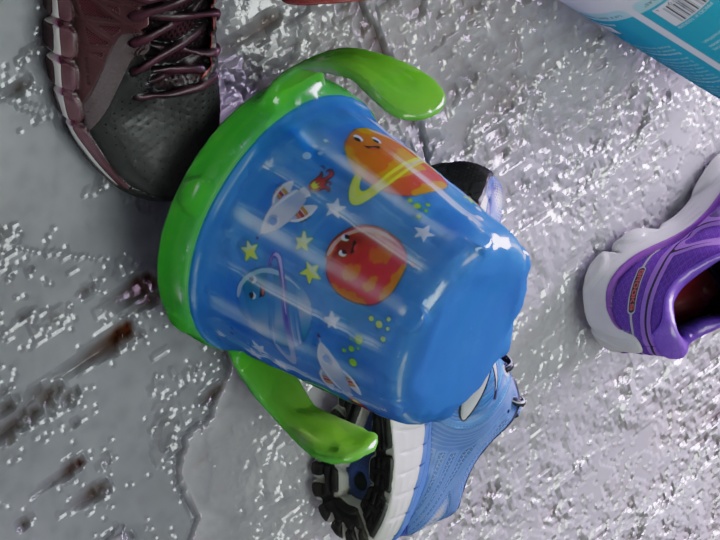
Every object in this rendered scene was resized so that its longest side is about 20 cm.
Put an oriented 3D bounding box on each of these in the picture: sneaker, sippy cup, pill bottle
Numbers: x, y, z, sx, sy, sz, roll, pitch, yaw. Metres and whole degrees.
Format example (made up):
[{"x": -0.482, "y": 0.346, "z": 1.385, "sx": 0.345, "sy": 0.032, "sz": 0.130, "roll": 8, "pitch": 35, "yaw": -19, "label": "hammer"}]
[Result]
[{"x": 0.215, "y": -0.010, "z": 1.176, "sx": 0.200, "sy": 0.083, "sz": 0.081, "roll": -39, "pitch": 124, "yaw": -22, "label": "sneaker"}, {"x": -0.083, "y": -0.111, "z": 0.902, "sx": 0.075, "sy": 0.115, "sz": 0.201, "roll": -27, "pitch": 118, "yaw": -27, "label": "sneaker"}, {"x": 0.000, "y": 0.000, "z": 0.965, "sx": 0.140, "sy": 0.130, "sz": 0.178, "roll": -50, "pitch": 151, "yaw": -14, "label": "sippy cup"}, {"x": 0.183, "y": -0.151, "z": 1.089, "sx": 0.200, "sy": 0.111, "sz": 0.111, "roll": 25, "pitch": 89, "yaw": -39, "label": "pill bottle"}, {"x": 0.037, "y": 0.040, "z": 1.075, "sx": 0.089, "sy": 0.078, "sz": 0.201, "roll": -4, "pitch": 115, "yaw": -43, "label": "sneaker"}]

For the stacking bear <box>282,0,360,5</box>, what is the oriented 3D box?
[{"x": 0.004, "y": -0.224, "z": 0.943, "sx": 0.113, "sy": 0.121, "sz": 0.201, "roll": -17, "pitch": 105, "yaw": -39, "label": "stacking bear"}]
